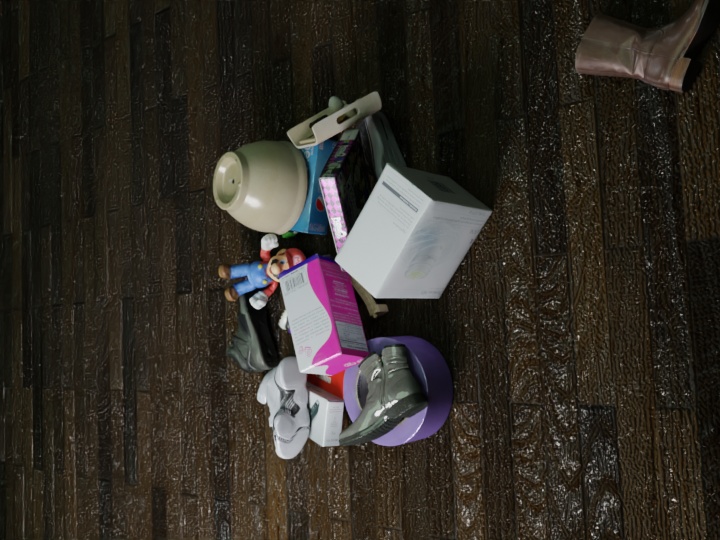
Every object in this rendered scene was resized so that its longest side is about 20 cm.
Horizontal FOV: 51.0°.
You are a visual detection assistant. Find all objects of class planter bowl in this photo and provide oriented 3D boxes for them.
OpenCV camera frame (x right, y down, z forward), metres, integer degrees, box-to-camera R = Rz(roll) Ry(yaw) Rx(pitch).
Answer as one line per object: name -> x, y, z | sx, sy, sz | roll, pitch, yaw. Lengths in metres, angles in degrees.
planter bowl -> -0.222, -0.178, 1.574 | 0.200, 0.134, 0.201 | -4, 85, 50

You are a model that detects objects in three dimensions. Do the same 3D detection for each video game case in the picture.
video game case -> -0.019, -0.131, 1.398 | 0.036, 0.181, 0.200 | -1, 126, 17

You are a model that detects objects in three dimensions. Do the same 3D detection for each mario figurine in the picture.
mario figurine -> -0.209, 0.002, 1.609 | 0.199, 0.124, 0.106 | -17, 39, 18

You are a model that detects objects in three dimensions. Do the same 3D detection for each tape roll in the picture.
tape roll -> 0.068, 0.224, 1.422 | 0.200, 0.085, 0.201 | -2, 86, 40

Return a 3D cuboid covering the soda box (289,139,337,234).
soda box -> -0.102, -0.179, 1.592 | 0.068, 0.064, 0.201 | 11, 94, 39

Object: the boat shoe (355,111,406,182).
boat shoe -> 0.039, -0.215, 1.482 | 0.071, 0.072, 0.201 | -35, 56, 42

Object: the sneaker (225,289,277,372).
sneaker -> -0.261, 0.136, 1.702 | 0.114, 0.076, 0.200 | -20, 81, 31

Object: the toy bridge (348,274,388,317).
toy bridge -> 0.000, 0.000, 1.498 | 0.027, 0.067, 0.200 | -30, 69, 35

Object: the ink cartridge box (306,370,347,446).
ink cartridge box -> -0.094, 0.245, 1.540 | 0.200, 0.043, 0.174 | 11, 97, 60

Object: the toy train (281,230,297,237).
toy train -> -0.181, -0.162, 1.673 | 0.056, 0.042, 0.200 | -42, 63, 43

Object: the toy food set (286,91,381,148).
toy food set -> -0.057, -0.299, 1.465 | 0.061, 0.143, 0.200 | 62, 167, -14

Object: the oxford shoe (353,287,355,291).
oxford shoe -> -0.034, 0.080, 1.508 | 0.071, 0.071, 0.201 | 9, 81, 45

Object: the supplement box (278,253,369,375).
supplement box -> -0.069, 0.086, 1.424 | 0.101, 0.103, 0.201 | -26, 65, 28

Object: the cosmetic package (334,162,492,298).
cosmetic package -> 0.095, -0.062, 1.335 | 0.123, 0.199, 0.200 | 44, 115, 32

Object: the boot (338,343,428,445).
boot -> 0.026, 0.225, 1.370 | 0.200, 0.068, 0.131 | -37, 61, 24

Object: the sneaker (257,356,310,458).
sneaker -> -0.157, 0.281, 1.532 | 0.115, 0.075, 0.201 | -29, 57, 57

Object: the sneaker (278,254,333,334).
sneaker -> -0.087, 0.066, 1.573 | 0.099, 0.069, 0.200 | 40, 117, 26

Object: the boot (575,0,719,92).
boot -> 0.436, -0.380, 1.162 | 0.200, 0.064, 0.187 | 29, 105, 41
